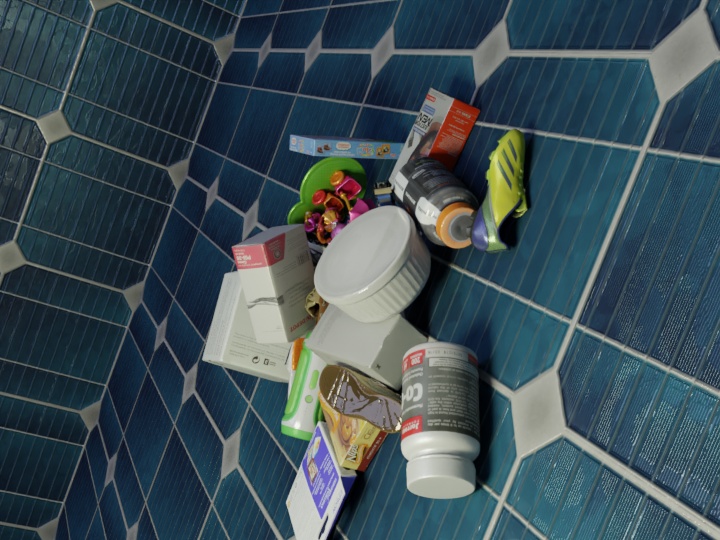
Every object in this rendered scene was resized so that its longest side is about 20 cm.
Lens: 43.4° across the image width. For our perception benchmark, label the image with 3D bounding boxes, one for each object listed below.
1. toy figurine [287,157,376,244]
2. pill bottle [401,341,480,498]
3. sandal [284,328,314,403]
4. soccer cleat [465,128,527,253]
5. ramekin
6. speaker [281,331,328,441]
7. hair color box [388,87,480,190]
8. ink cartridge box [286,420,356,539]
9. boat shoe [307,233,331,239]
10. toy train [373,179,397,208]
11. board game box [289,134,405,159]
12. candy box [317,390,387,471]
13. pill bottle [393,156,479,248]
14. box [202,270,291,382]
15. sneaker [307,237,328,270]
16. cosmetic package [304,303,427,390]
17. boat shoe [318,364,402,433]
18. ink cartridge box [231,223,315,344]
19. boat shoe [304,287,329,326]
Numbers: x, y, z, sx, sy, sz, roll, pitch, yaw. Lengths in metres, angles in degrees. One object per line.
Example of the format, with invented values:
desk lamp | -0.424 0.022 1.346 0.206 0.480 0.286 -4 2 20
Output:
toy figurine | -0.041 -0.106 1.816 0.200 0.150 0.184 -44 40 7
pill bottle | 0.115 0.215 1.302 0.114 0.113 0.201 -39 39 48
sandal | -0.121 0.201 1.838 0.059 0.079 0.208 -7 68 60
soccer cleat | 0.228 -0.120 1.392 0.083 0.065 0.201 12 78 35
ramekin | 0.027 -0.004 1.507 0.202 0.094 0.203 -30 33 22
speaker | -0.093 0.225 1.756 0.088 0.088 0.201 -2 71 63
hair color box | 0.129 -0.219 1.640 0.201 0.064 0.111 -67 26 12
ink cartridge box | -0.068 0.408 1.608 0.200 0.043 0.199 -118 45 -58
boat shoe | -0.092 -0.088 1.975 0.060 0.071 0.201 -75 11 -61
toy train | 0.050 -0.107 1.637 0.200 0.034 0.046 67 -163 -68
board game box | -0.025 -0.247 1.811 0.151 0.199 0.037 -153 64 -64
candy box | -0.012 0.243 1.611 0.116 0.055 0.200 -60 27 22
pill bottle | 0.132 -0.109 1.504 0.107 0.106 0.200 -63 26 17
box | -0.203 0.121 1.918 0.130 0.198 0.202 -8 66 63
sneaker | -0.086 -0.014 1.878 0.199 0.075 0.088 22 100 47
cosmetic package | 0.006 0.123 1.556 0.199 0.085 0.108 14 67 53
boat shoe | 0.014 0.212 1.491 0.199 0.065 0.073 21 95 39
ink cartridge box | -0.156 0.026 1.758 0.082 0.146 0.202 -4 106 31
boat shoe | -0.068 0.061 1.738 0.076 0.073 0.201 104 163 -50
